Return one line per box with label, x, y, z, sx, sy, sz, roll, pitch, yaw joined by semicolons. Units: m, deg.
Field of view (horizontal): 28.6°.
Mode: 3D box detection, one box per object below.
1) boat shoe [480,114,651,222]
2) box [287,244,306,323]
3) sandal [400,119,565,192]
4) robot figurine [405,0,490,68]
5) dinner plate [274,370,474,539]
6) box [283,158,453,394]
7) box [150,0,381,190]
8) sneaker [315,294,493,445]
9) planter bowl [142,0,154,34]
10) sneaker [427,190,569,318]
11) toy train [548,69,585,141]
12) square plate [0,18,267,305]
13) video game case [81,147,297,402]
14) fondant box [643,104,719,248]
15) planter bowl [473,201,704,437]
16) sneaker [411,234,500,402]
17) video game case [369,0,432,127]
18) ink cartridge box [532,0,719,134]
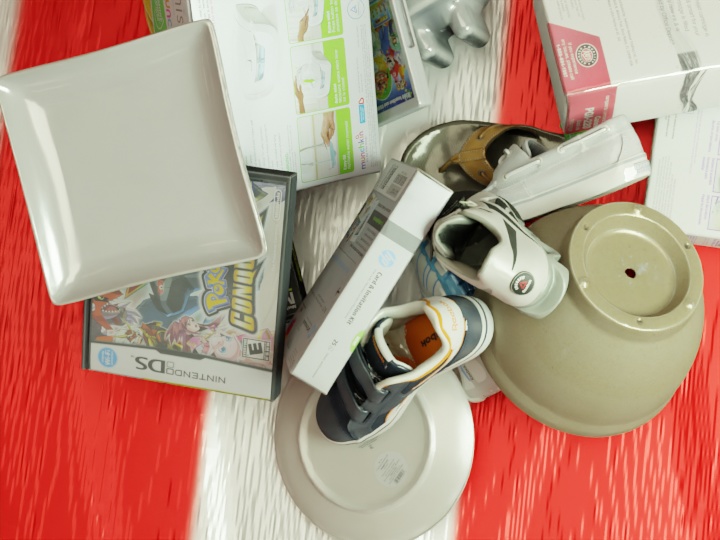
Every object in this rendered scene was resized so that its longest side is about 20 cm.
boat shoe;0.157;-0.083;1.246;0.200;0.072;0.069;-20;86;40
box;-0.165;-0.023;1.353;0.199;0.048;0.194;-17;82;5
sandal;0.135;-0.100;1.310;0.199;0.055;0.082;7;83;10
robot figurine;0.050;-0.291;1.322;0.169;0.113;0.201;-26;79;15
dinner plate;0.007;0.152;1.287;0.199;0.024;0.201;-1;87;23
box;0.000;0.000;1.230;0.041;0.156;0.200;33;92;-10
box;-0.083;-0.173;1.256;0.176;0.097;0.201;-16;112;-26
sneaker;0.018;0.083;1.216;0.200;0.079;0.079;-41;63;28
planter bowl;-0.145;-0.267;1.331;0.200;0.083;0.201;2;94;29
sneaker;0.091;-0.032;1.178;0.088;0.200;0.074;24;98;-29
toy train;0.204;-0.173;1.302;0.056;0.042;0.201;-9;71;3
square plate;-0.189;-0.088;1.175;0.199;0.028;0.199;-13;94;14
video game case;-0.150;0.003;1.215;0.180;0.026;0.201;9;106;12
fondant box;0.361;-0.090;1.272;0.199;0.058;0.145;8;83;11
planter bowl;0.209;0.023;1.200;0.199;0.135;0.201;6;61;-12
sneaker;0.077;0.032;1.297;0.087;0.075;0.201;-41;64;31
video game case;-0.003;-0.232;1.303;0.018;0.143;0.201;-14;89;-33
ink cartridge box;0.262;-0.216;1.243;0.199;0.085;0.146;-11;68;3
